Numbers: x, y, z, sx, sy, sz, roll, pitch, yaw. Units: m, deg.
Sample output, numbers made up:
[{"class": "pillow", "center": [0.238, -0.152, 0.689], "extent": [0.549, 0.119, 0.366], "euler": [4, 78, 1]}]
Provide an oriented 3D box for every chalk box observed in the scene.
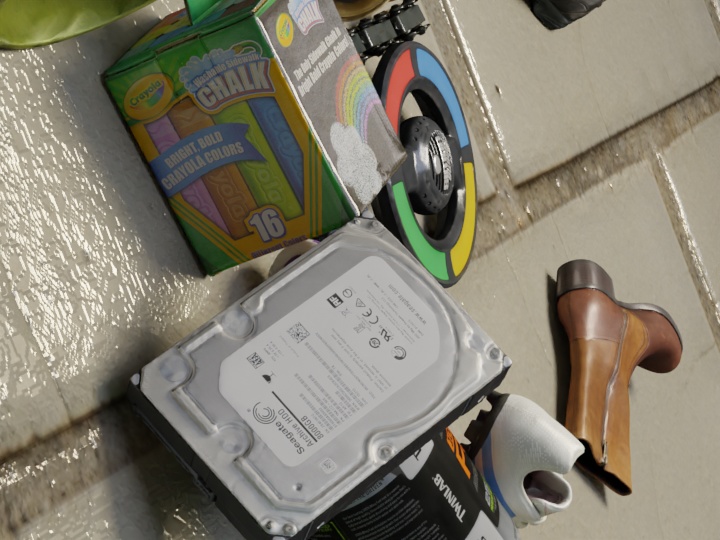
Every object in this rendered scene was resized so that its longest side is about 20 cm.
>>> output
[{"class": "chalk box", "center": [-0.077, -0.122, 1.427], "extent": [0.200, 0.124, 0.124], "euler": [63, 27, -15]}]

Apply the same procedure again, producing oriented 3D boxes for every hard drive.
[{"class": "hard drive", "center": [-0.024, 0.066, 1.314], "extent": [0.200, 0.038, 0.140], "euler": [-35, 73, -27]}]

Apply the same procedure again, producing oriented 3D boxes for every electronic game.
[{"class": "electronic game", "center": [0.052, -0.084, 1.731], "extent": [0.200, 0.042, 0.201], "euler": [-7, 90, -67]}]

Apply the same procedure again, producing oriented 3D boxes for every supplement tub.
[{"class": "supplement tub", "center": [0.012, 0.143, 1.419], "extent": [0.200, 0.122, 0.123], "euler": [56, 28, -31]}]

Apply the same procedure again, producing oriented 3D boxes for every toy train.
[{"class": "toy train", "center": [0.005, -0.184, 1.735], "extent": [0.034, 0.046, 0.200], "euler": [62, 28, -5]}]

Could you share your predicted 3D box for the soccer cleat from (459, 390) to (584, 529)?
[{"class": "soccer cleat", "center": [0.100, 0.162, 1.531], "extent": [0.086, 0.200, 0.070], "euler": [30, 56, 8]}]

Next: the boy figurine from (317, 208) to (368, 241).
[{"class": "boy figurine", "center": [0.000, 0.000, 1.571], "extent": [0.124, 0.064, 0.201], "euler": [-6, 76, -68]}]

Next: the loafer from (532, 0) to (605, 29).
[{"class": "loafer", "center": [0.183, -0.308, 2.161], "extent": [0.200, 0.072, 0.073], "euler": [26, 51, -57]}]

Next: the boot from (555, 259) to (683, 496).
[{"class": "boot", "center": [0.246, 0.112, 1.994], "extent": [0.188, 0.068, 0.200], "euler": [44, 37, -46]}]

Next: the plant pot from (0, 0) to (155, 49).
[{"class": "plant pot", "center": [-0.174, -0.266, 1.273], "extent": [0.193, 0.200, 0.200], "euler": [61, 24, 6]}]

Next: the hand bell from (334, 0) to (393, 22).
[{"class": "hand bell", "center": [0.007, -0.242, 1.763], "extent": [0.200, 0.104, 0.104], "euler": [4, 68, -78]}]

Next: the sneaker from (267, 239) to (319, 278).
[{"class": "sneaker", "center": [0.006, 0.069, 1.485], "extent": [0.081, 0.083, 0.200], "euler": [-43, 113, -28]}]
